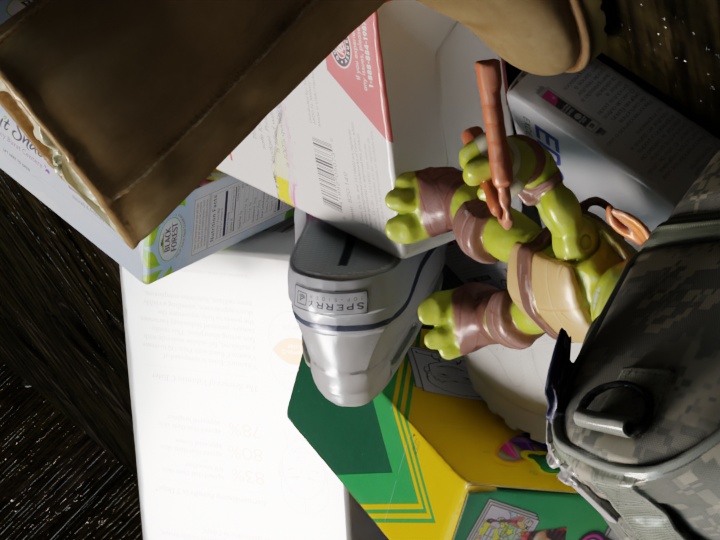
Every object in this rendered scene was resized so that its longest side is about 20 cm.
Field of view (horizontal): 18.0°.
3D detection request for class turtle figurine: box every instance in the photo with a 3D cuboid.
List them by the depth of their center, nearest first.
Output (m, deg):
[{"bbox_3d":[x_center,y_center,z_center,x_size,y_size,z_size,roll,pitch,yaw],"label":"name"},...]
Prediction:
[{"bbox_3d":[0.070,-0.004,0.852,0.200,0.064,0.161,59,162,-22],"label":"turtle figurine"}]

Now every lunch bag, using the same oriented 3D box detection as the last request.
[{"bbox_3d":[0.164,0.062,0.748,0.139,0.168,0.200,-2,133,52],"label":"lunch bag"}]

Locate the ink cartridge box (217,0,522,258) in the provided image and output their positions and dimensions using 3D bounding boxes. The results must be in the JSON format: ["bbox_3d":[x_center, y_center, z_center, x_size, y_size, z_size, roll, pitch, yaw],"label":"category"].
[{"bbox_3d":[-0.018,-0.093,1.001,0.200,0.067,0.117,27,132,51],"label":"ink cartridge box"}]

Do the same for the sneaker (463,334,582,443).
[{"bbox_3d":[0.110,0.031,0.932,0.200,0.076,0.081,17,138,51],"label":"sneaker"}]

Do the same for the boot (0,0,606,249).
[{"bbox_3d":[-0.021,-0.082,0.829,0.066,0.200,0.175,28,159,55],"label":"boot"}]

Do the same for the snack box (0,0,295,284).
[{"bbox_3d":[-0.117,-0.086,1.152,0.200,0.142,0.053,37,135,32],"label":"snack box"}]

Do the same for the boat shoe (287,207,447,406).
[{"bbox_3d":[0.000,0.000,1.025,0.073,0.200,0.067,5,110,12],"label":"boat shoe"}]

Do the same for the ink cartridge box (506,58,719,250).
[{"bbox_3d":[0.157,0.014,0.953,0.200,0.043,0.196,39,165,28],"label":"ink cartridge box"}]

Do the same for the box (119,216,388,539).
[{"bbox_3d":[-0.043,0.069,1.177,0.124,0.097,0.200,5,109,24],"label":"box"}]

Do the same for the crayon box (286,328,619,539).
[{"bbox_3d":[0.091,0.087,1.034,0.200,0.058,0.173,7,-162,-27],"label":"crayon box"}]

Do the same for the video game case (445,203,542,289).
[{"bbox_3d":[0.029,-0.056,1.163,0.200,0.018,0.143,46,167,-8],"label":"video game case"}]

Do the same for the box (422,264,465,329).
[{"bbox_3d":[0.025,0.064,1.291,0.200,0.132,0.115,42,167,9],"label":"box"}]
